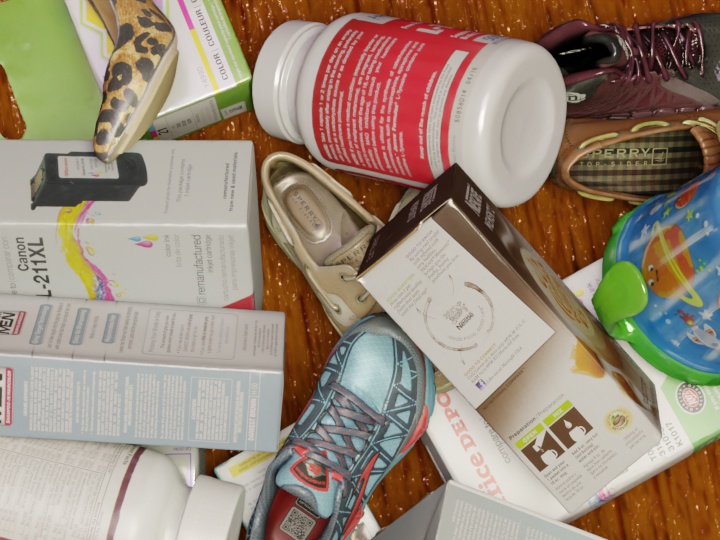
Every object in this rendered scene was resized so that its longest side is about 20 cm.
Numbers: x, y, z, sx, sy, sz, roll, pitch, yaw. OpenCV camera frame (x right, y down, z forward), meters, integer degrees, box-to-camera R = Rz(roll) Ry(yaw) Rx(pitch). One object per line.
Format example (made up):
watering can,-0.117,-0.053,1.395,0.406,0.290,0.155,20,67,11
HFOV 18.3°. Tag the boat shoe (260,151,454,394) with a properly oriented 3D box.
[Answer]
boat shoe,0.000,0.000,1.496,0.072,0.065,0.200,-38,69,-7

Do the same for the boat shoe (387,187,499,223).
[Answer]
boat shoe,0.048,-0.020,1.563,0.071,0.063,0.200,24,81,7

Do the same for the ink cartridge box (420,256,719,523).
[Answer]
ink cartridge box,0.142,0.090,1.531,0.200,0.084,0.145,-29,81,-2

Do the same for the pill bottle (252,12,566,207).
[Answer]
pill bottle,0.030,-0.114,1.524,0.200,0.112,0.113,14,80,33

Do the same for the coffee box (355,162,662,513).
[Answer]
coffee box,0.095,0.040,1.410,0.080,0.114,0.200,-41,98,12

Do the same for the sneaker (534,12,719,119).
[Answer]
sneaker,0.196,-0.143,1.552,0.199,0.116,0.076,-13,81,-1

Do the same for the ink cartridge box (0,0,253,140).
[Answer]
ink cartridge box,-0.192,-0.153,1.582,0.200,0.076,0.148,-22,81,-4

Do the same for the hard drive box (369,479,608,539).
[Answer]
hard drive box,0.107,0.223,1.443,0.200,0.156,0.077,23,61,-14

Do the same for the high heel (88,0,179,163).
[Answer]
high heel,-0.187,-0.168,1.499,0.142,0.071,0.200,19,60,-1

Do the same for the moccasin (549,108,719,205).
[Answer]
moccasin,0.231,-0.077,1.547,0.201,0.078,0.074,4,109,-11

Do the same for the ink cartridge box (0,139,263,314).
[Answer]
ink cartridge box,-0.169,-0.011,1.516,0.199,0.146,0.083,0,48,1

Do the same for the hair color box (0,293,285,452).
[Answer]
hair color box,-0.150,0.065,1.452,0.199,0.099,0.061,4,111,-3

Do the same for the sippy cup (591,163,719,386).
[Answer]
sippy cup,0.243,-0.011,1.445,0.140,0.130,0.178,35,58,-4

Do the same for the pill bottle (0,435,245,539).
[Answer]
pill bottle,-0.182,0.161,1.456,0.199,0.110,0.110,13,81,3

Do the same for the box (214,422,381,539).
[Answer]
box,-0.017,0.204,1.533,0.082,0.049,0.200,-29,81,-3

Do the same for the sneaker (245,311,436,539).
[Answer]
sneaker,-0.014,0.123,1.445,0.079,0.096,0.200,26,105,8

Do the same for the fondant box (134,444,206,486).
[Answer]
fondant box,-0.179,0.171,1.539,0.144,0.058,0.201,-2,80,1
